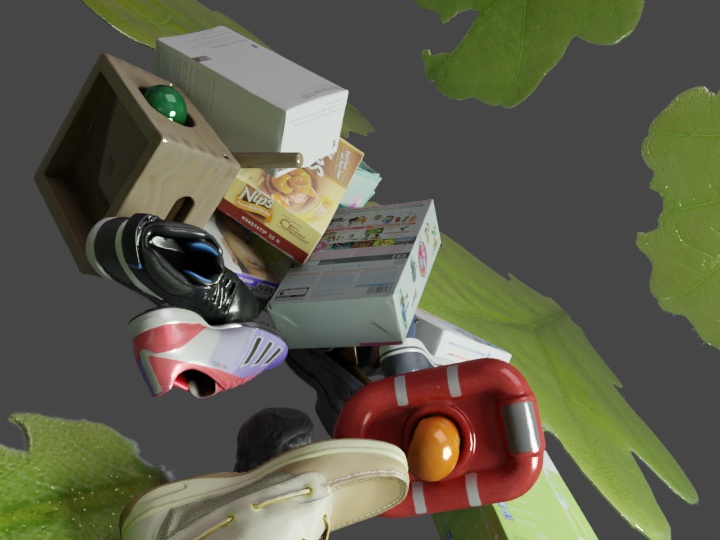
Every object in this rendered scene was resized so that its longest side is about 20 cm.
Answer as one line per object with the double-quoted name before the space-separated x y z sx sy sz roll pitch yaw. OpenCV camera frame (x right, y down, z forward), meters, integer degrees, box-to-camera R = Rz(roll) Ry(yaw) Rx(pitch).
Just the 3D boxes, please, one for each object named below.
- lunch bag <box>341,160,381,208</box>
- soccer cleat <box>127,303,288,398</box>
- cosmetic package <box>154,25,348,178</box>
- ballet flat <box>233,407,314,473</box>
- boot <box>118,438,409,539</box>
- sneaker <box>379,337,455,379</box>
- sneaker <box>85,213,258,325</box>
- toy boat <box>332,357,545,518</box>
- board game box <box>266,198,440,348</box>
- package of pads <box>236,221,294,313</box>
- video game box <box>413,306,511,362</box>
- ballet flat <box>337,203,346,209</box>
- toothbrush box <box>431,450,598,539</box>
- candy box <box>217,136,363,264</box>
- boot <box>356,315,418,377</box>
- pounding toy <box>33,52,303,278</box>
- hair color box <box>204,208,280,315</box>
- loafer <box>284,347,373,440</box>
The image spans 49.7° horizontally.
"lunch bag" -0.087 -0.116 1.131 0.197 0.172 0.123 29 17 -24
"soccer cleat" -0.131 0.084 0.717 0.199 0.067 0.075 22 47 -59
"cosmetic package" -0.124 -0.191 0.859 0.197 0.083 0.112 29 37 23
"ballet flat" -0.075 0.167 0.650 0.065 0.058 0.200 2 15 1
"boot" -0.040 0.192 0.477 0.195 0.073 0.156 -9 39 -18
"sneaker" 0.080 0.150 0.975 0.199 0.077 0.081 34 40 -57
"sneaker" -0.144 0.015 0.713 0.110 0.075 0.199 1 -22 41
"toy boat" 0.066 0.157 0.706 0.131 0.195 0.134 19 59 -75
"board game box" 0.000 0.000 0.870 0.201 0.144 0.065 -64 144 -51
"package of pads" -0.079 0.004 1.020 0.198 0.069 0.155 20 24 -49
"video game box" 0.092 0.085 1.121 0.180 0.048 0.198 19 5 -46
"ballet flat" -0.015 -0.053 1.070 0.068 0.069 0.199 44 14 25
"toothbrush box" 0.157 0.262 0.802 0.143 0.087 0.201 23 22 -24
"candy box" -0.075 -0.108 0.908 0.114 0.056 0.201 34 35 -8
"boot" 0.032 0.040 0.997 0.073 0.204 0.097 13 -10 34
"pounding toy" -0.197 -0.102 0.784 0.141 0.201 0.185 15 28 -51
"hair color box" -0.187 -0.036 0.892 0.108 0.065 0.201 19 28 -54
"loafer" -0.030 0.101 0.858 0.072 0.073 0.201 18 25 -48
